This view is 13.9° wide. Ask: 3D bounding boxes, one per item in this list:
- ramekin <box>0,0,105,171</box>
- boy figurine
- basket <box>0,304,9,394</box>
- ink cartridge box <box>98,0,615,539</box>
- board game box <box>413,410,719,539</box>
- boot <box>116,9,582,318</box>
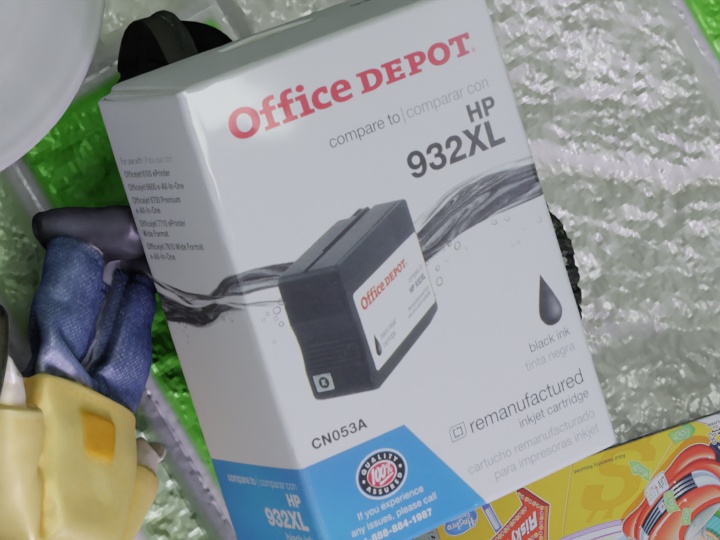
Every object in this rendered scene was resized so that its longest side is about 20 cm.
[{"bbox_3d":[-0.210,-0.115,1.172,0.202,0.094,0.203,8,74,-29],"label":"ramekin"},{"bbox_3d":[-0.117,0.074,1.182,0.124,0.064,0.201,45,46,-53],"label":"boy figurine"},{"bbox_3d":[-0.251,0.053,1.088,0.200,0.136,0.181,25,55,-19],"label":"basket"},{"bbox_3d":[0.000,0.000,1.188,0.145,0.084,0.201,-22,101,-26],"label":"ink cartridge box"},{"bbox_3d":[0.122,0.147,1.336,0.200,0.034,0.135,-16,86,-32],"label":"board game box"},{"bbox_3d":[-0.005,-0.034,1.278,0.158,0.079,0.212,-27,103,-25],"label":"boot"}]
